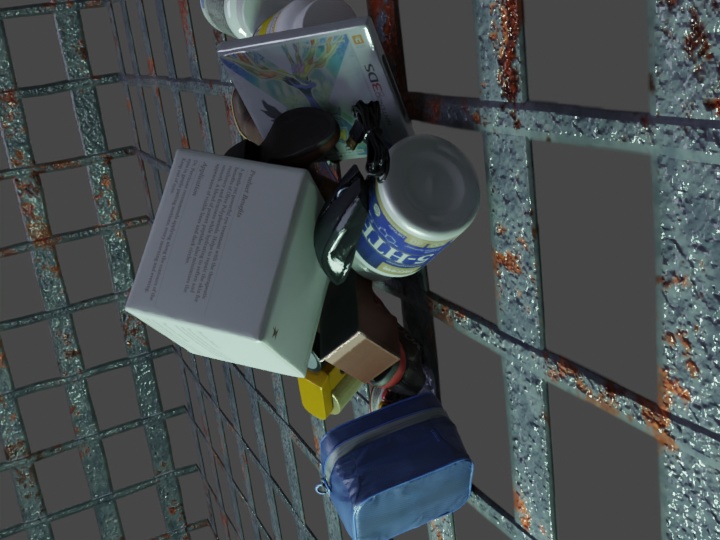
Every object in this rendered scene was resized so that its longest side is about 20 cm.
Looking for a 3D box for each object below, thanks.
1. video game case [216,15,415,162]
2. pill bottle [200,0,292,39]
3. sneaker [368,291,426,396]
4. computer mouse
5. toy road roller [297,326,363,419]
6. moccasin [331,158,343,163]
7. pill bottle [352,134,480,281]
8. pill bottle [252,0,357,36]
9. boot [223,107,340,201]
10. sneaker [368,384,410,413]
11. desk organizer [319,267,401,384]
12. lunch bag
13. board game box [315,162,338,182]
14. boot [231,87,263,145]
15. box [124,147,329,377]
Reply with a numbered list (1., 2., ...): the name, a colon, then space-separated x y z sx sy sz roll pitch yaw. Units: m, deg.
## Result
1. video game case: -0.049 -0.205 1.009 0.184 0.196 0.022 63 -144 -42
2. pill bottle: -0.169 -0.411 1.308 0.200 0.112 0.116 -139 40 -55
3. sneaker: 0.035 0.101 1.156 0.071 0.097 0.201 -50 32 14
4. computer mouse: -0.020 -0.092 0.941 0.202 0.045 0.142 113 159 -44
5. toy road roller: -0.073 0.111 1.298 0.144 0.123 0.202 24 142 29
6. moccasin: -0.057 -0.204 1.100 0.202 0.072 0.079 62 -137 -68
7. pill bottle: 0.048 -0.061 0.986 0.122 0.118 0.200 70 158 13
8. pill bottle: -0.075 -0.306 1.147 0.199 0.109 0.114 10 113 66
9. boot: -0.048 -0.110 1.062 0.186 0.199 0.070 -25 52 33
10. sneaker: 0.049 0.256 1.257 0.082 0.076 0.204 -150 59 -66
11. desk organizer: -0.003 0.038 1.095 0.071 0.076 0.202 -38 35 29
12. lunch bag: 0.036 0.256 1.108 0.137 0.197 0.133 90 156 -45
13. board game box: -0.071 -0.150 1.191 0.104 0.019 0.201 -91 -23 -47
14. boot: -0.135 -0.225 1.316 0.203 0.071 0.166 63 163 3
15. box: -0.138 -0.003 1.001 0.200 0.168 0.203 59 -137 -68
